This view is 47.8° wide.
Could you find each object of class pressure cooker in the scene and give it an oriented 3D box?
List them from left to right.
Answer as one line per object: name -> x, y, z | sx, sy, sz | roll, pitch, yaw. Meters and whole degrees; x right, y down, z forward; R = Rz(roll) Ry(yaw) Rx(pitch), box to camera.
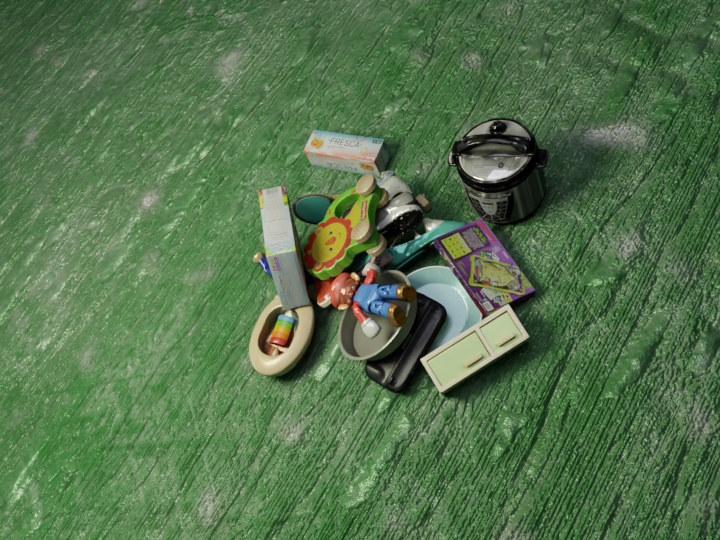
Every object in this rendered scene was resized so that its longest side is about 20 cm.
pressure cooker -> 0.285, -0.213, 1.675 | 0.175, 0.200, 0.179 | -32, 55, 0

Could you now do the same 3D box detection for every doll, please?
doll -> -0.152, 0.010, 1.811 | 0.199, 0.048, 0.137 | 33, 82, 30

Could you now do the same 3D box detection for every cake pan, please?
cake pan -> 0.037, 0.095, 1.628 | 0.199, 0.037, 0.202 | -33, 38, 30

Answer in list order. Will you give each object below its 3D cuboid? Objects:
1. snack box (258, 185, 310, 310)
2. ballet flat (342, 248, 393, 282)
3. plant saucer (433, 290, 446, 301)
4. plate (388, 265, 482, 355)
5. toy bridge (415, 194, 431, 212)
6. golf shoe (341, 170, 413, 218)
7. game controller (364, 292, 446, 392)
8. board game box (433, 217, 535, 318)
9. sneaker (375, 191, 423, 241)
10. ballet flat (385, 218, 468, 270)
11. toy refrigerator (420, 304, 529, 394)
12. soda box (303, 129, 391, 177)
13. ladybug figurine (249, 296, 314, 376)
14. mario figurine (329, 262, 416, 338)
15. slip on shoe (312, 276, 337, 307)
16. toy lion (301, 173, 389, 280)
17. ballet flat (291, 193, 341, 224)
snack box -> -0.161, -0.048, 1.705 | 0.067, 0.170, 0.201 | -13, 46, -2
ballet flat -> 0.000, 0.000, 1.728 | 0.199, 0.071, 0.070 | -31, 45, 49
plant saucer -> 0.088, 0.076, 1.695 | 0.198, 0.019, 0.070 | -26, 55, 4
plate -> 0.149, 0.090, 1.642 | 0.197, 0.026, 0.203 | -5, 70, 14
toy bridge -> 0.067, -0.104, 1.803 | 0.200, 0.027, 0.067 | -41, 53, -3
golf shoe -> 0.030, -0.127, 1.774 | 0.200, 0.078, 0.097 | -47, 58, -7
game controller -> 0.088, 0.140, 1.615 | 0.104, 0.042, 0.201 | 25, 80, 38
board game box -> 0.248, -0.007, 1.637 | 0.119, 0.032, 0.201 | -24, 60, -13
sneaker -> 0.038, -0.099, 1.726 | 0.198, 0.074, 0.080 | -26, 50, 15
ballet flat -> 0.133, -0.070, 1.725 | 0.199, 0.067, 0.071 | -30, 82, 5
toy refrigerator -> 0.218, 0.152, 1.552 | 0.199, 0.070, 0.076 | -32, 75, 1
soda box -> -0.032, -0.278, 1.925 | 0.198, 0.064, 0.069 | 13, 66, 27
ladybug figurine -> -0.159, 0.137, 1.723 | 0.134, 0.072, 0.202 | 13, 66, 27
mario figurine -> 0.025, 0.057, 1.597 | 0.199, 0.107, 0.123 | 13, 36, 45
slip on shoe -> -0.081, -0.003, 1.729 | 0.074, 0.061, 0.202 | -37, 39, 30
toy lion -> -0.038, -0.080, 1.676 | 0.190, 0.069, 0.202 | -20, 47, 31
ballet flat -> -0.075, -0.140, 1.808 | 0.198, 0.071, 0.071 | -4, 46, -33
